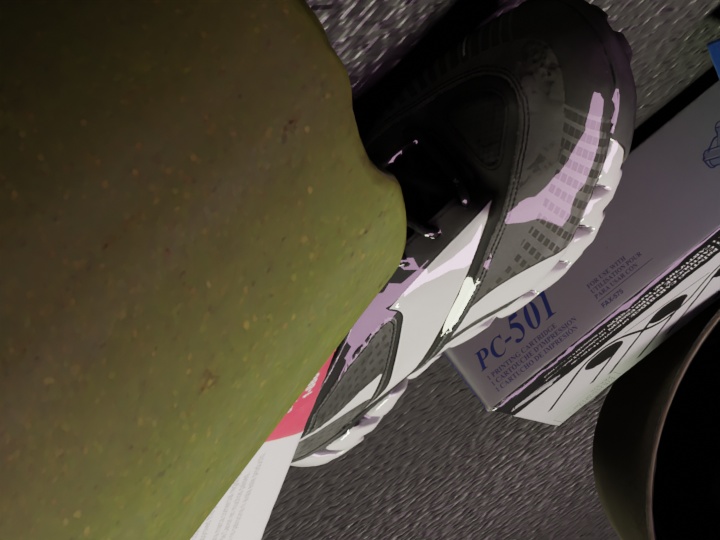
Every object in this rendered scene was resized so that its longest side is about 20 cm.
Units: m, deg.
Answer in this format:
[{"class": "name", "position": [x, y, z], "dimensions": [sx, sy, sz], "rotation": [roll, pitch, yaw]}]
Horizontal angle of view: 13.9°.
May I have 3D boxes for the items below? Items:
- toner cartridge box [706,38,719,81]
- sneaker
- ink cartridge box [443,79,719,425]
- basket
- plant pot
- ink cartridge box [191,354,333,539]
[{"class": "toner cartridge box", "position": [0.217, -0.065, 0.918], "dimensions": [0.200, 0.095, 0.043], "rotation": [-23, 178, 26]}, {"class": "sneaker", "position": [0.000, 0.000, 0.834], "dimensions": [0.090, 0.067, 0.200], "rotation": [-18, 157, -50]}, {"class": "ink cartridge box", "position": [0.122, -0.024, 1.034], "dimensions": [0.200, 0.044, 0.094], "rotation": [-39, 164, 10]}, {"class": "basket", "position": [0.164, 0.072, 1.159], "dimensions": [0.180, 0.136, 0.200], "rotation": [-53, -177, -9]}, {"class": "plant pot", "position": [-0.098, 0.014, 0.541], "dimensions": [0.190, 0.200, 0.200], "rotation": [-43, 166, -20]}, {"class": "ink cartridge box", "position": [-0.115, 0.049, 0.719], "dimensions": [0.200, 0.083, 0.145], "rotation": [-27, 160, -26]}]
